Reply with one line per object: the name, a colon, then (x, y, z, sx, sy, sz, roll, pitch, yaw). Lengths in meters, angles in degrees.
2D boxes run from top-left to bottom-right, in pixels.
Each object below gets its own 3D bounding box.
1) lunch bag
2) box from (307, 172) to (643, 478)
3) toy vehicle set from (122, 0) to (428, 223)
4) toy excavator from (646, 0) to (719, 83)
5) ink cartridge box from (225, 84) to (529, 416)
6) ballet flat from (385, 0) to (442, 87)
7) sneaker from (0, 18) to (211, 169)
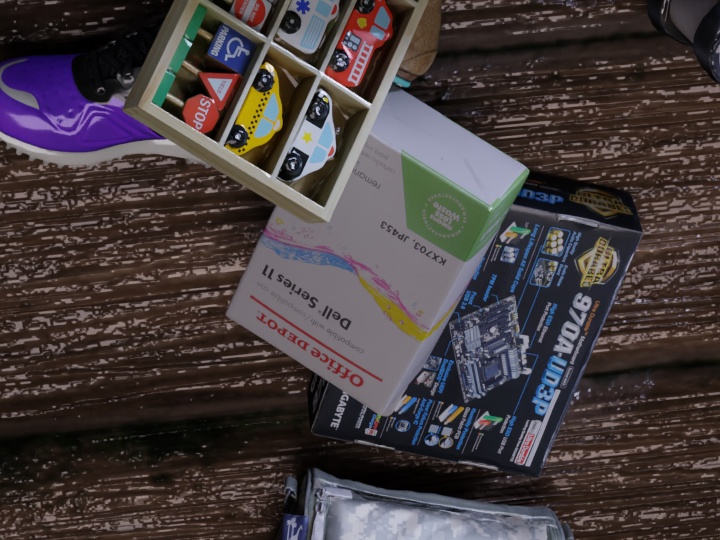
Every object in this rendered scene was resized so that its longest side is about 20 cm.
lunch bag: (0.029, 0.222, 1.467, 0.198, 0.139, 0.169, 10, 107, -13)
box: (0.068, 0.029, 1.386, 0.158, 0.046, 0.201, 11, 122, -12)
toy vehicle set: (-0.032, -0.143, 1.194, 0.124, 0.026, 0.201, 29, 76, -22)
toy excavator: (0.248, -0.196, 1.235, 0.194, 0.100, 0.200, 38, 99, -26)
ink cartridge box: (0.000, 0.000, 1.296, 0.117, 0.067, 0.201, 32, 123, 8)
ballet flat: (-0.038, -0.171, 1.235, 0.199, 0.068, 0.073, 23, 99, -20)
sneaker: (-0.115, -0.113, 1.248, 0.198, 0.070, 0.100, 3, 138, -18)
